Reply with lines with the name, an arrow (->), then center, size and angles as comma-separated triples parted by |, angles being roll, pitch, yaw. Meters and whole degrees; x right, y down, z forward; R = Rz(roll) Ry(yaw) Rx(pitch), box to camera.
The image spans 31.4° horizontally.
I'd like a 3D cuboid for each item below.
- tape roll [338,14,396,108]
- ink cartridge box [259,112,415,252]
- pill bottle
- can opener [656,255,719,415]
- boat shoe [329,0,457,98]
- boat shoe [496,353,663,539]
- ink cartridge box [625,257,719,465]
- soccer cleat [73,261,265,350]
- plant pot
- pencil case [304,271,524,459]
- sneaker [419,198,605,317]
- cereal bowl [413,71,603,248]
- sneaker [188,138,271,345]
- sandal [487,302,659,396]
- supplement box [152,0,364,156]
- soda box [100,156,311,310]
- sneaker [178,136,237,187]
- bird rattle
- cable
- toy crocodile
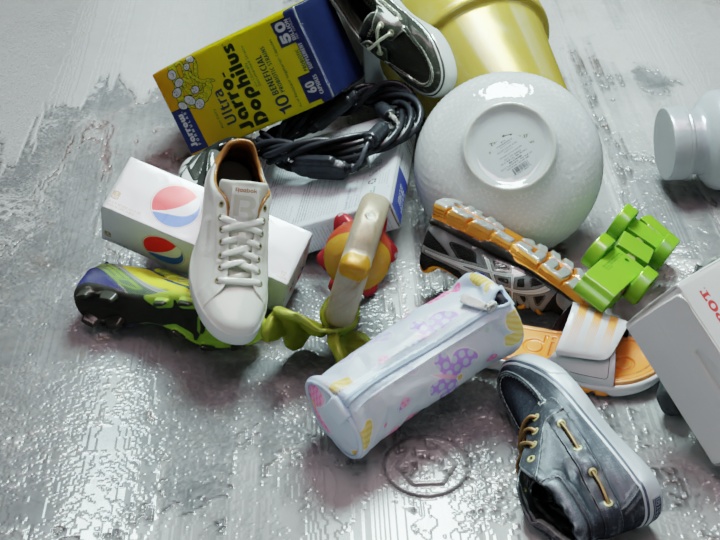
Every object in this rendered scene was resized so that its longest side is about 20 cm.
tape roll -> 0.034, -0.304, 1.573 | 0.066, 0.201, 0.200 | 21, 42, 29
ink cartridge box -> -0.044, -0.088, 1.396 | 0.199, 0.043, 0.197 | -15, 32, 19
pill bottle -> 0.433, -0.147, 1.417 | 0.199, 0.113, 0.112 | -5, 36, -4
can opener -> 0.326, 0.063, 1.185 | 0.053, 0.067, 0.200 | -2, 44, 34
boat shoe -> 0.027, -0.263, 1.418 | 0.063, 0.071, 0.200 | -16, 58, -43
boat shoe -> 0.153, 0.145, 1.057 | 0.090, 0.071, 0.200 | -16, 40, -26
ink cartridge box -> 0.348, 0.055, 1.103 | 0.199, 0.084, 0.146 | -24, 77, -33
soccer cleat -> -0.180, 0.026, 1.242 | 0.199, 0.065, 0.084 | 9, 37, 15
plant pot -> 0.148, -0.222, 1.479 | 0.200, 0.201, 0.189 | -16, 54, -19
pencil case -> 0.049, 0.081, 1.116 | 0.199, 0.083, 0.091 | -32, 3, -20
sneaker -> 0.147, 0.006, 1.256 | 0.199, 0.078, 0.078 | 31, 15, 14
cereal bowl -> 0.153, -0.117, 1.319 | 0.199, 0.083, 0.201 | -1, 77, 5
sneaker -> -0.119, -0.033, 1.183 | 0.072, 0.085, 0.201 | 3, 60, -16
sandal -> 0.181, 0.063, 1.181 | 0.205, 0.059, 0.079 | 7, 37, 12
supplement box -> -0.116, -0.224, 1.465 | 0.199, 0.109, 0.110 | -20, 14, 27
soda box -> -0.153, -0.034, 1.265 | 0.199, 0.064, 0.068 | 22, 59, 3
sneaker -> -0.165, -0.084, 1.364 | 0.090, 0.066, 0.200 | -36, 22, 29
bird rattle -> 0.000, 0.000, 1.203 | 0.112, 0.163, 0.200 | 26, 49, 4
cable -> -0.030, -0.161, 1.409 | 0.199, 0.051, 0.163 | 5, 42, 42
toy crocodile -> 0.258, -0.008, 1.246 | 0.067, 0.062, 0.200 | 36, 37, 11
